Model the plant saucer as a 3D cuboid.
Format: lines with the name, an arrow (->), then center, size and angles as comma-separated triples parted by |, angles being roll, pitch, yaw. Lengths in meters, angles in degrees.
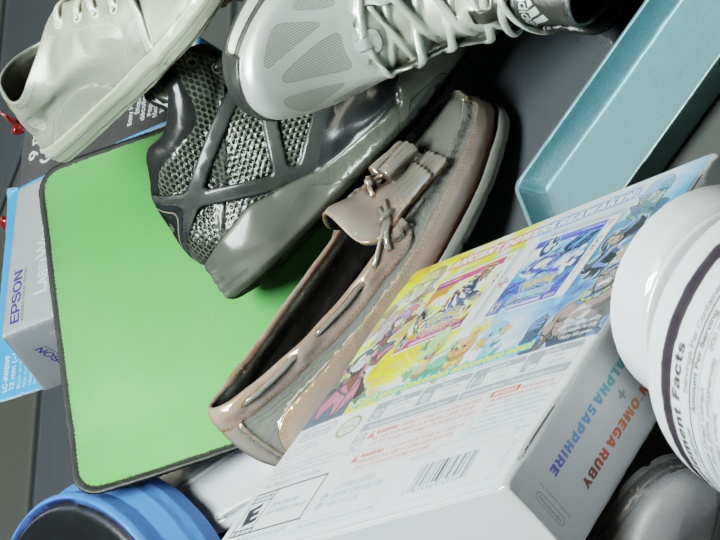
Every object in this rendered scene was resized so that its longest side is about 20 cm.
plant saucer -> 0.130, -0.085, 1.042 | 0.200, 0.019, 0.070 | -57, 31, 30

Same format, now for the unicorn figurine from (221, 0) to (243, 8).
unicorn figurine -> 0.030, -0.182, 1.202 | 0.137, 0.074, 0.200 | -9, 38, 56

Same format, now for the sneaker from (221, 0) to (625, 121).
sneaker -> 0.038, -0.124, 1.094 | 0.200, 0.076, 0.115 | -35, 31, -12

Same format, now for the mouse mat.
mouse mat -> -0.080, 0.006, 1.243 | 0.160, 0.008, 0.201 | -18, 57, 10

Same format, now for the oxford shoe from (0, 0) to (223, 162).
oxford shoe -> -0.111, -0.120, 1.181 | 0.200, 0.058, 0.075 | -37, 20, 42

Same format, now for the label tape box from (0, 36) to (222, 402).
label tape box -> -0.146, -0.024, 1.364 | 0.199, 0.066, 0.144 | -19, 55, 33

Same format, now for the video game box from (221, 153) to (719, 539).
video game box -> 0.048, 0.051, 0.985 | 0.200, 0.047, 0.182 | -22, 28, 52

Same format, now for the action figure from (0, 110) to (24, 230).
action figure -> -0.176, -0.041, 1.497 | 0.066, 0.099, 0.200 | -67, 17, 4

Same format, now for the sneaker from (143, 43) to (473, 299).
sneaker -> -0.027, -0.092, 1.194 | 0.199, 0.114, 0.076 | -44, -1, 9

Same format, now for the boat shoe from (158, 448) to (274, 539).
boat shoe -> -0.072, 0.142, 1.247 | 0.200, 0.072, 0.069 | -38, 40, 34

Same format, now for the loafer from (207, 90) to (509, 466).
loafer -> 0.000, 0.000, 1.148 | 0.201, 0.063, 0.072 | -62, 18, -6

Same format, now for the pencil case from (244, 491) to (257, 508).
pencil case -> 0.013, 0.149, 1.053 | 0.091, 0.083, 0.200 | -55, 28, 2

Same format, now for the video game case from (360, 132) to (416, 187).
video game case -> -0.046, -0.019, 1.333 | 0.183, 0.023, 0.200 | -67, 26, 11

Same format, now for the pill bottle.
pill bottle -> 0.162, 0.037, 0.807 | 0.200, 0.111, 0.112 | 38, 108, 62

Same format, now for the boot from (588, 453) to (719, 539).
boot -> 0.123, 0.175, 0.865 | 0.132, 0.070, 0.201 | 31, 113, 60

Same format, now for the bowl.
bowl -> -0.119, 0.200, 1.235 | 0.200, 0.039, 0.202 | 11, 104, 49
